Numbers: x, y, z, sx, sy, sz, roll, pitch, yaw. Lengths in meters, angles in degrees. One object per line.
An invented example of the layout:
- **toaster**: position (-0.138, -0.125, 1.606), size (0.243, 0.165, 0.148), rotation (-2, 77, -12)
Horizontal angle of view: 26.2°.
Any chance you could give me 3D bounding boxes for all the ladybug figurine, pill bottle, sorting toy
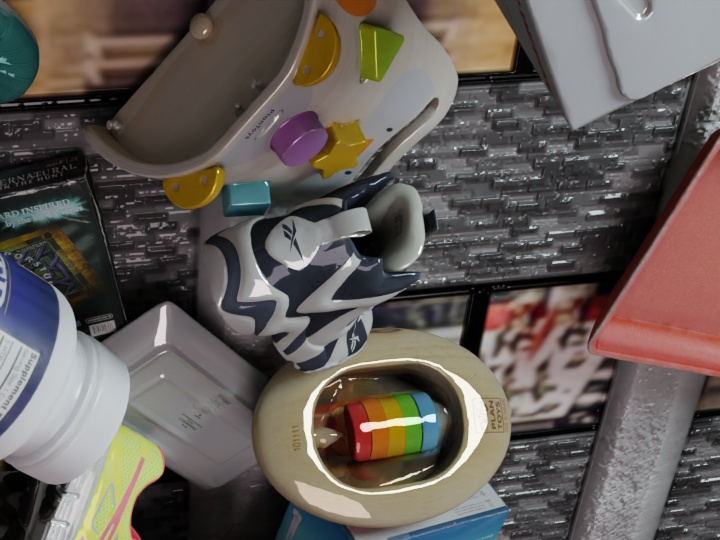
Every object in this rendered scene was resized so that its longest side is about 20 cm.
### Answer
- **ladybug figurine**: position (0.013, 0.112, 1.085), size (0.197, 0.138, 0.072), rotation (-1, 168, -22)
- **pill bottle**: position (-0.235, 0.043, 0.894), size (0.119, 0.120, 0.199), rotation (-39, 130, 17)
- **sorting toy**: position (-0.027, -0.097, 0.918), size (0.200, 0.107, 0.179), rotation (-45, 148, 21)

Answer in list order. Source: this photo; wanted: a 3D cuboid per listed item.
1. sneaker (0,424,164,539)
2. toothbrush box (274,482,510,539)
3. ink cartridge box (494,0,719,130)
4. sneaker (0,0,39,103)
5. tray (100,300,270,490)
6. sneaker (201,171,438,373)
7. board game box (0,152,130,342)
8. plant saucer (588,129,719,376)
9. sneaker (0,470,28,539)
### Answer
- **sneaker**: position (-0.189, 0.191, 1.025), size (0.090, 0.078, 0.202), rotation (18, 104, -37)
- **toothbrush box**: position (0.005, 0.235, 1.180), size (0.145, 0.086, 0.201), rotation (-7, 135, -37)
- **ink cartridge box**: position (0.120, -0.204, 0.785), size (0.143, 0.201, 0.146), rotation (-24, 133, 4)
- **sneaker**: position (-0.258, -0.125, 0.806), size (0.198, 0.080, 0.072), rotation (20, 121, -32)
- **tray**: position (-0.118, 0.097, 1.067), size (0.107, 0.022, 0.200), rotation (-34, 141, 10)
- **sneaker**: position (0.000, 0.000, 0.959), size (0.128, 0.080, 0.199), rotation (-21, 155, 17)
- **board game box**: position (-0.252, 0.007, 0.958), size (0.197, 0.028, 0.136), rotation (-13, 132, -7)
- **plant saucer**: position (0.281, -0.012, 1.107), size (0.197, 0.037, 0.201), rotation (10, 125, -26)
- **sneaker**: position (-0.257, 0.184, 1.092), size (0.198, 0.075, 0.081), rotation (16, 134, -22)
